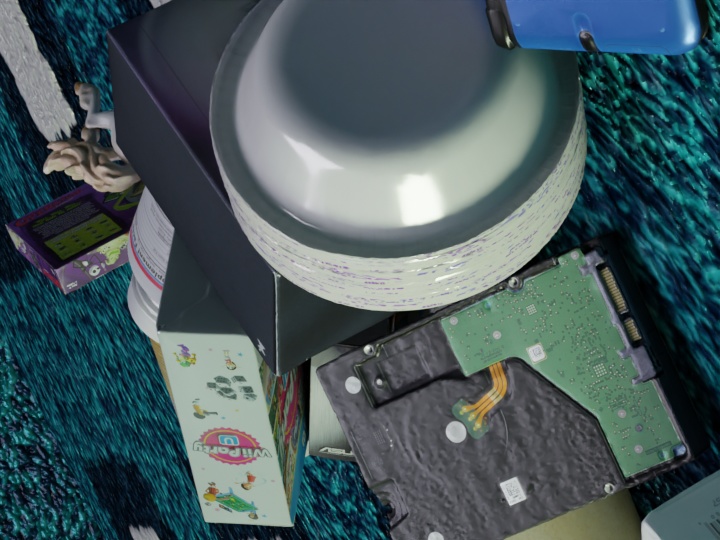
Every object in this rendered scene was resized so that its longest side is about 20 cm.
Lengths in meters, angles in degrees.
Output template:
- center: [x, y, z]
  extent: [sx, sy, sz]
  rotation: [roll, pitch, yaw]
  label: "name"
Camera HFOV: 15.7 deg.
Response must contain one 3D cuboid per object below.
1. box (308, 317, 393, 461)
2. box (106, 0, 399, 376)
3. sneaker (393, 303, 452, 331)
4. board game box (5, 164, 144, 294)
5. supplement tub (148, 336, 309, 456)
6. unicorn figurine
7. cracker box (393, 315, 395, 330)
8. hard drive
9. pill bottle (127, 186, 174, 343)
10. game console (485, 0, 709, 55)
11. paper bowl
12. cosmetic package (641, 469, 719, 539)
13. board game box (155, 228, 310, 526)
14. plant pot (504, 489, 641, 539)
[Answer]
- center: [0.000, 0.000, 1.689]
  extent: [0.159, 0.048, 0.200]
  rotation: [94, -178, -59]
  label: "box"
- center: [-0.015, -0.080, 1.527]
  extent: [0.200, 0.198, 0.123]
  rotation: [54, 162, 27]
  label: "box"
- center: [0.068, 0.038, 1.631]
  extent: [0.200, 0.076, 0.081]
  rotation: [170, 111, -81]
  label: "sneaker"
- center: [-0.167, -0.054, 2.035]
  extent: [0.120, 0.200, 0.032]
  rotation: [40, 154, 55]
  label: "board game box"
- center: [-0.096, 0.044, 2.071]
  extent: [0.144, 0.144, 0.200]
  rotation: [42, 154, 51]
  label: "supplement tub"
- center: [-0.124, -0.128, 1.803]
  extent: [0.074, 0.200, 0.137]
  rotation: [36, 172, -40]
  label: "unicorn figurine"
- center: [-0.016, -0.011, 1.893]
  extent: [0.200, 0.058, 0.134]
  rotation: [55, 161, 28]
  label: "cracker box"
- center: [0.087, 0.079, 1.514]
  extent: [0.140, 0.200, 0.038]
  rotation: [64, -152, 2]
  label: "hard drive"
- center: [-0.095, -0.036, 1.753]
  extent: [0.109, 0.109, 0.200]
  rotation: [55, 144, 25]
  label: "pill bottle"
- center: [0.096, -0.221, 1.280]
  extent: [0.170, 0.118, 0.200]
  rotation: [6, 129, 34]
  label: "game console"
- center: [0.019, -0.088, 1.385]
  extent: [0.201, 0.200, 0.104]
  rotation: [54, 169, 28]
  label: "paper bowl"
- center: [0.213, 0.194, 1.436]
  extent: [0.074, 0.101, 0.200]
  rotation: [51, 159, 36]
  label: "cosmetic package"
- center: [-0.075, 0.045, 1.647]
  extent: [0.200, 0.064, 0.148]
  rotation: [81, -167, -50]
  label: "board game box"
- center: [0.099, 0.171, 1.634]
  extent: [0.200, 0.200, 0.184]
  rotation: [180, 75, -72]
  label: "plant pot"
